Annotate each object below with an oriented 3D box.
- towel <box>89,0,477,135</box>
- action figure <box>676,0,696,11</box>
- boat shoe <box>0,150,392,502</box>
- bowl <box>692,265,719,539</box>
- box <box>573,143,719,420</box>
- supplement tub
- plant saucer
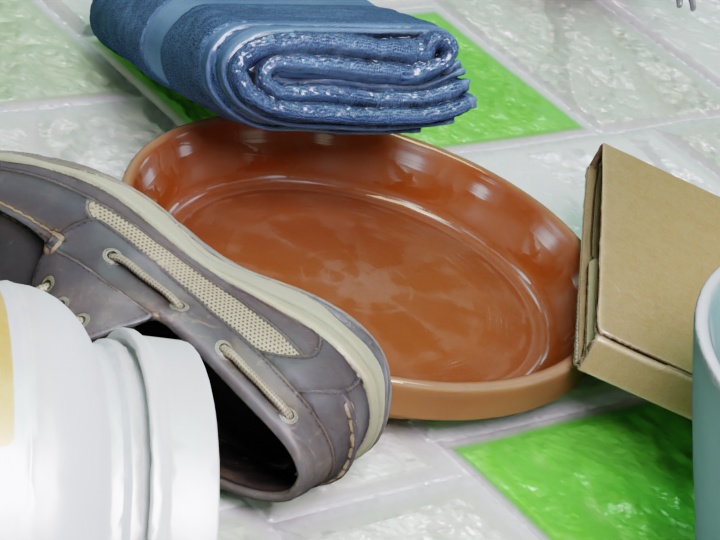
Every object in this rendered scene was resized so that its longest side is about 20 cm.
[{"bbox_3d":[-0.040,-0.092,1.051,0.111,0.049,0.200,0,14,-22],"label":"towel"},{"bbox_3d":[0.097,-0.209,1.328,0.200,0.102,0.119,24,18,16],"label":"action figure"},{"bbox_3d":[-0.087,0.018,0.864,0.200,0.075,0.073,22,29,11],"label":"boat shoe"},{"bbox_3d":[0.194,0.084,0.851,0.200,0.105,0.201,13,30,-8],"label":"bowl"},{"bbox_3d":[0.180,0.031,1.002,0.200,0.021,0.164,24,29,-7],"label":"box"},{"bbox_3d":[-0.149,0.069,0.670,0.200,0.145,0.145,7,30,-18],"label":"supplement tub"},{"bbox_3d":[0.000,0.000,0.985,0.200,0.032,0.200,12,30,-7],"label":"plant saucer"}]
